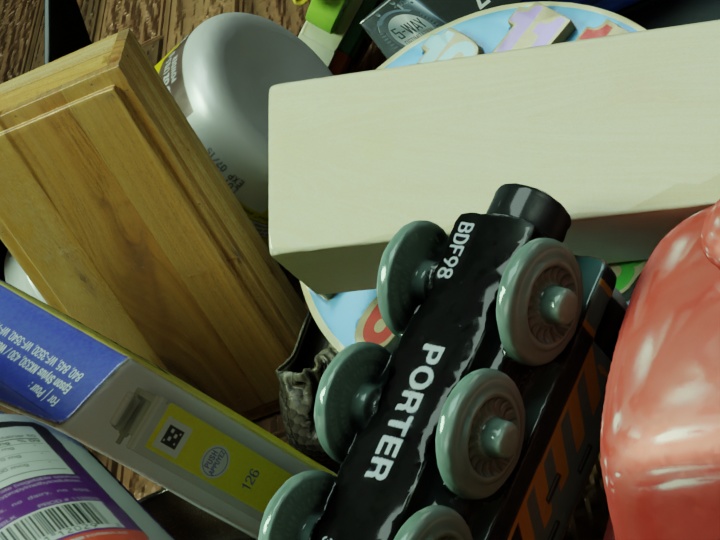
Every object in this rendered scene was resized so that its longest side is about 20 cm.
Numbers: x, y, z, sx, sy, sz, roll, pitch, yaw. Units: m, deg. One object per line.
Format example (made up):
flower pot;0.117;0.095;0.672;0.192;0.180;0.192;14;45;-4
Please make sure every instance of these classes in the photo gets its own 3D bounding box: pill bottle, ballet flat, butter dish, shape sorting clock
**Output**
pill bottle;-0.135;0.124;0.711;0.111;0.112;0.200;-40;32;-13
ballet flat;0.000;0.000;0.850;0.067;0.046;0.201;-24;39;49
pill bottle;-0.101;-0.038;0.934;0.200;0.109;0.110;-37;24;35
butter dish;0.159;0.031;0.611;0.198;0.148;0.201;-10;38;32
shape sorting clock;0.060;-0.035;0.793;0.198;0.039;0.201;-12;56;18

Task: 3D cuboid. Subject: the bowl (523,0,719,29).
bowl;0.123;-0.089;0.885;0.200;0.039;0.202;-28;36;22

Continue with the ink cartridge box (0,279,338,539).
ink cartridge box;-0.115;0.044;0.724;0.197;0.200;0.047;22;77;52

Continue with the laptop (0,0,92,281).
laptop;-0.215;-0.066;1.025;0.200;0.103;0.177;-38;-13;-10

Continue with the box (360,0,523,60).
box;0.087;-0.179;0.967;0.160;0.044;0.200;-37;8;18

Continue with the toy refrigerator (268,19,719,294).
toy refrigerator;0.066;-0.043;0.734;0.198;0.070;0.077;-7;72;17

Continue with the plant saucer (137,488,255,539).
plant saucer;-0.081;0.167;0.741;0.199;0.032;0.201;-23;33;16

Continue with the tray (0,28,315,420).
tray;-0.102;-0.007;0.836;0.098;0.201;0.037;-20;34;18

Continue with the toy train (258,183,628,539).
toy train;0.038;0.071;0.658;0.085;0.114;0.201;9;65;39

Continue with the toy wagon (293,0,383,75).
toy wagon;-0.008;-0.150;1.003;0.156;0.039;0.200;-62;1;4
